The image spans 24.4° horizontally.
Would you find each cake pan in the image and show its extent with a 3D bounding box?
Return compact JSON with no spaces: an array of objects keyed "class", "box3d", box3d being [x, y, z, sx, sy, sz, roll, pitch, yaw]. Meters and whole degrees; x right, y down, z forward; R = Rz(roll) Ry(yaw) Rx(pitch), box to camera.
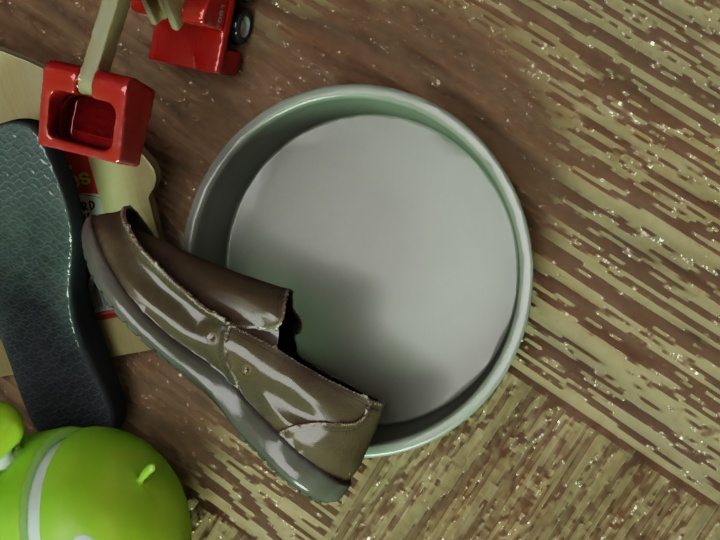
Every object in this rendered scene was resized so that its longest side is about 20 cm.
[{"class":"cake pan","box3d":[0.000,0.000,0.907,0.200,0.037,0.201,1,93,19]}]

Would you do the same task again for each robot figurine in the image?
[{"class":"robot figurine","box3d":[-0.182,0.150,0.929,0.200,0.116,0.176,-12,123,25]}]

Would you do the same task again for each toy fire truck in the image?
[{"class":"toy fire truck","box3d":[-0.102,-0.157,0.881,0.049,0.141,0.200,14,97,18]}]

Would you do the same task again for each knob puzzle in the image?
[{"class":"knob puzzle","box3d":[-0.204,-0.040,0.966,0.219,0.030,0.220,4,107,12]}]

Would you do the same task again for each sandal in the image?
[{"class":"sandal","box3d":[-0.179,0.006,0.942,0.076,0.043,0.200,2,117,19]}]

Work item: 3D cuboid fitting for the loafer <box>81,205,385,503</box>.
[{"class":"loafer","box3d":[-0.063,0.031,0.880,0.200,0.073,0.071,44,94,7]}]
